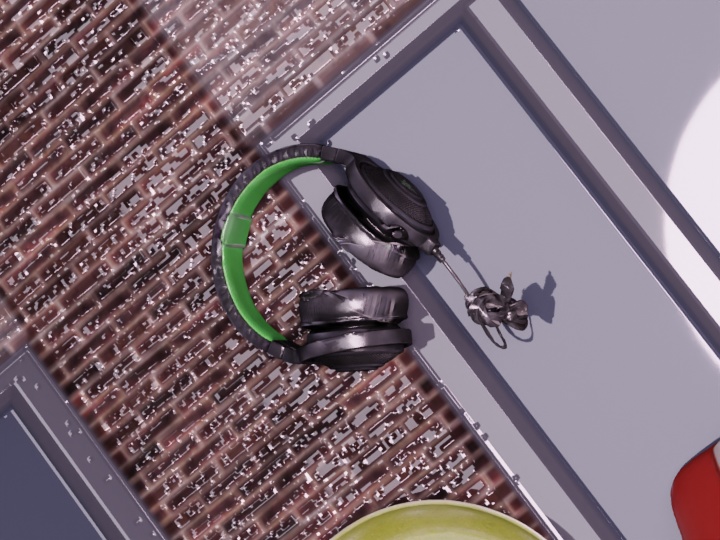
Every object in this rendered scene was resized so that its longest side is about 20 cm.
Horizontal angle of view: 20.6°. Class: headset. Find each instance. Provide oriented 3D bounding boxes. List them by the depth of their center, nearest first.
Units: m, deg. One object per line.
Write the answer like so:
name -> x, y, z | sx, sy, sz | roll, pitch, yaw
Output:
headset -> 0.000, 0.000, 1.103 | 0.198, 0.094, 0.125 | 17, 94, 24

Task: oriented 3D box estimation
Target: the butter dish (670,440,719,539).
butter dish -> 0.280, 0.135, 1.011 | 0.199, 0.200, 0.148 | -36, 106, 12

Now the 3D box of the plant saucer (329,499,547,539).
plant saucer -> 0.048, 0.230, 1.125 | 0.198, 0.031, 0.202 | 0, 90, 13
